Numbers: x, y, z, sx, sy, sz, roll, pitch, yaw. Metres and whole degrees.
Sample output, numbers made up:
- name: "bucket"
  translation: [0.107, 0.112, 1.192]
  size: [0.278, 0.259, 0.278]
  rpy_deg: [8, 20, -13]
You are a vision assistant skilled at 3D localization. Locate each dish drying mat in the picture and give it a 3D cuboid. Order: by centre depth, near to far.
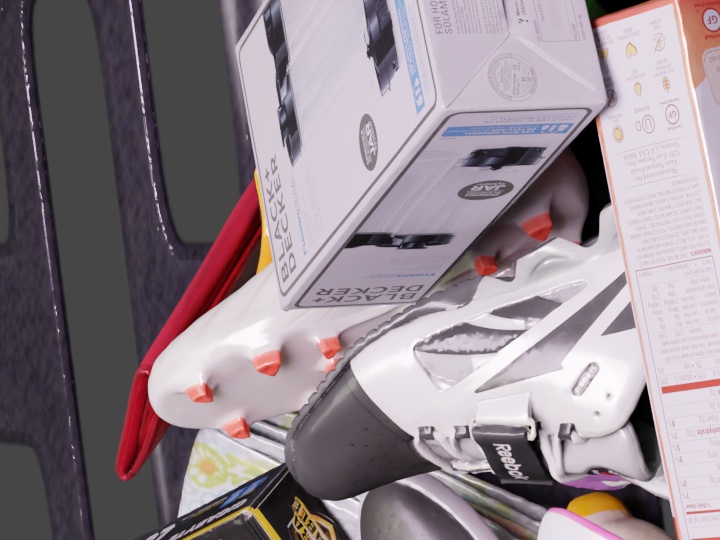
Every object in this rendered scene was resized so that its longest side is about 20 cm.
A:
- name: "dish drying mat"
  translation: [-0.055, 0.001, 1.295]
  size: [0.018, 0.200, 0.077]
  rpy_deg: [24, 138, 6]

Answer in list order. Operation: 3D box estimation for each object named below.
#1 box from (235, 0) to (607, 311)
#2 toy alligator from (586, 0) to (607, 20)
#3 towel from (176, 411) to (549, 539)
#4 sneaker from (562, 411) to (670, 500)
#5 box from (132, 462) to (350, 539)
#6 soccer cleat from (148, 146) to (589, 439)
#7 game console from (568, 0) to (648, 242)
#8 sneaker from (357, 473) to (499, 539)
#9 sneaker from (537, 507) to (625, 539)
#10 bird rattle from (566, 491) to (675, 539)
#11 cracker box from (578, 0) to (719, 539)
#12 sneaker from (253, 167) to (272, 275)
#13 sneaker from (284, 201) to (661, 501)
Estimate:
- name: "box"
  translation: [0.016, -0.071, 1.065]
  size: [0.200, 0.060, 0.117]
  rpy_deg: [132, 131, -64]
- name: "toy alligator"
  translation: [0.057, -0.082, 1.136]
  size: [0.054, 0.059, 0.200]
  rpy_deg: [-56, 32, -12]
- name: "towel"
  translation: [-0.005, 0.159, 1.298]
  size: [0.171, 0.048, 0.200]
  rpy_deg: [23, 124, 15]
- name: "sneaker"
  translation: [0.116, 0.057, 1.142]
  size: [0.200, 0.114, 0.073]
  rpy_deg: [14, 80, 34]
- name: "box"
  translation: [-0.062, 0.190, 1.286]
  size: [0.200, 0.049, 0.160]
  rpy_deg: [-28, 99, 36]
- name: "soccer cleat"
  translation: [0.000, 0.000, 1.196]
  size: [0.200, 0.069, 0.078]
  rpy_deg: [-29, 55, 10]
- name: "game console"
  translation: [0.111, -0.068, 1.162]
  size: [0.200, 0.031, 0.177]
  rpy_deg: [31, 129, 50]
- name: "sneaker"
  translation: [0.025, 0.181, 1.155]
  size: [0.071, 0.099, 0.201]
  rpy_deg: [-14, 92, 34]
- name: "sneaker"
  translation: [0.067, 0.175, 1.035]
  size: [0.081, 0.088, 0.200]
  rpy_deg: [25, 145, 32]
- name: "bird rattle"
  translation: [0.125, 0.177, 1.173]
  size: [0.163, 0.112, 0.200]
  rpy_deg: [-130, 29, -54]
- name: "cracker box"
  translation: [0.159, 0.001, 1.006]
  size: [0.058, 0.134, 0.201]
  rpy_deg: [-11, 89, 55]
- name: "sneaker"
  translation: [-0.004, -0.051, 1.258]
  size: [0.078, 0.077, 0.201]
  rpy_deg: [-17, 62, 61]
- name: "sneaker"
  translation: [0.064, 0.046, 1.064]
  size: [0.200, 0.074, 0.089]
  rpy_deg: [-31, 62, 17]
